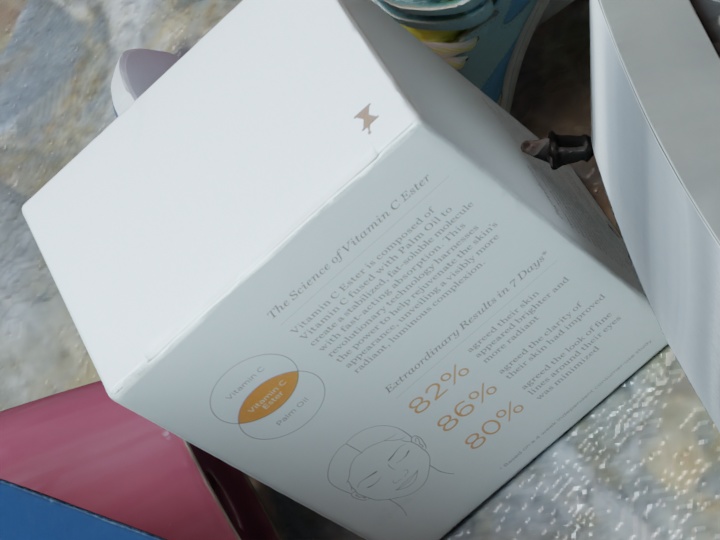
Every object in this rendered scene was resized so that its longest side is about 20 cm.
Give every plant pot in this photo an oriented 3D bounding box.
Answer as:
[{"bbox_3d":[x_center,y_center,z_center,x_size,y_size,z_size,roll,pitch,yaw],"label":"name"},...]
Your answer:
[{"bbox_3d":[-0.126,0.134,1.036,0.179,0.200,0.200,-30,51,3],"label":"plant pot"}]

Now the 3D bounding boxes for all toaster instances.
[{"bbox_3d":[0.173,-0.040,0.889,0.200,0.119,0.181,-17,52,-4],"label":"toaster"}]

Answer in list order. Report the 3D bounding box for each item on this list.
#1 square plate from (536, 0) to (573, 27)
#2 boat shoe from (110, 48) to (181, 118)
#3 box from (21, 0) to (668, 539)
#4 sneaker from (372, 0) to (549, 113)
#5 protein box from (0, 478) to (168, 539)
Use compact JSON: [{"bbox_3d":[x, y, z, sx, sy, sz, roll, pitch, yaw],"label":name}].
[{"bbox_3d":[0.089,-0.234,1.095,0.200,0.028,0.198,-34,82,19],"label":"square plate"},{"bbox_3d":[-0.075,-0.029,1.150,0.065,0.074,0.200,-63,30,25],"label":"boat shoe"},{"bbox_3d":[0.000,0.000,0.990,0.152,0.200,0.106,-41,49,12],"label":"box"},{"bbox_3d":[0.021,-0.096,1.046,0.079,0.131,0.200,26,103,17],"label":"sneaker"},{"bbox_3d":[-0.099,0.190,0.868,0.135,0.200,0.199,-15,55,65],"label":"protein box"}]
